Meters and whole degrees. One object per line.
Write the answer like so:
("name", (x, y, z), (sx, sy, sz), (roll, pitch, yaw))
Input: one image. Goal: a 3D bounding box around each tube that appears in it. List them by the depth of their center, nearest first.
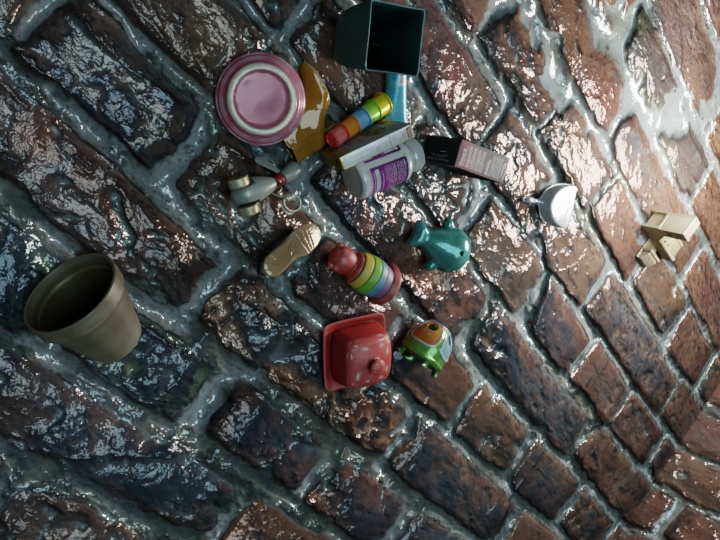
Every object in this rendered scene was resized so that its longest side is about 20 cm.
("tube", (0.089, -0.423, 1.633), (0.077, 0.050, 0.201), (-5, 113, -15))

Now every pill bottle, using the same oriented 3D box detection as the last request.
("pill bottle", (0.061, -0.263, 1.622), (0.199, 0.112, 0.113), (-25, 116, -24))

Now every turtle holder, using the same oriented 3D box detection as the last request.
("turtle holder", (0.205, 0.224, 1.847), (0.185, 0.141, 0.132), (42, 80, -33))

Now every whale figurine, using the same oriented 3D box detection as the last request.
("whale figurine", (0.225, -0.070, 1.790), (0.199, 0.104, 0.160), (24, 92, -35))

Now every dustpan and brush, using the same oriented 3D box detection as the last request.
("dustpan and brush", (0.584, -0.210, 2.012), (0.199, 0.057, 0.141), (3, 102, -40))

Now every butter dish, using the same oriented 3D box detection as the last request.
("butter dish", (0.012, 0.235, 1.724), (0.198, 0.148, 0.201), (-10, 110, -30))

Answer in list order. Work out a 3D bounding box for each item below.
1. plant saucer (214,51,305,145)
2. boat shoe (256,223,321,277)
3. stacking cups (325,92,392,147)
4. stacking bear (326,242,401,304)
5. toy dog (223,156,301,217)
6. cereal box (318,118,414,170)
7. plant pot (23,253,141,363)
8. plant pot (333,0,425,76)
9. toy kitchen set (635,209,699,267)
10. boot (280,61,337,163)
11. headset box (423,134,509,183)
("plant saucer", (-0.218, -0.375, 1.415), (0.199, 0.051, 0.202), (-3, 104, -12))
("boat shoe", (-0.177, -0.051, 1.567), (0.200, 0.065, 0.072), (-45, 116, -35))
("stacking cups", (-0.002, -0.357, 1.553), (0.200, 0.060, 0.061), (-46, 125, -32))
("stacking bear", (0.000, 0.000, 1.672), (0.199, 0.114, 0.122), (29, 88, -30))
("toy dog", (-0.235, -0.195, 1.486), (0.199, 0.096, 0.133), (-9, 108, -45))
("cereal box", (0.011, -0.306, 1.547), (0.199, 0.144, 0.040), (-29, 117, -16))
("plant pot", (-0.546, 0.096, 1.320), (0.200, 0.200, 0.174), (-40, 137, -16))
("plant pot", (0.025, -0.524, 1.465), (0.140, 0.200, 0.142), (-3, 107, -31))
("toy kitchen set", (1.108, -0.082, 2.296), (0.200, 0.180, 0.163), (43, 82, -30))
("boot", (-0.138, -0.360, 1.491), (0.144, 0.071, 0.202), (-37, 126, -21))
("headset box", (0.272, -0.300, 1.722), (0.199, 0.149, 0.078), (11, 98, -35))
